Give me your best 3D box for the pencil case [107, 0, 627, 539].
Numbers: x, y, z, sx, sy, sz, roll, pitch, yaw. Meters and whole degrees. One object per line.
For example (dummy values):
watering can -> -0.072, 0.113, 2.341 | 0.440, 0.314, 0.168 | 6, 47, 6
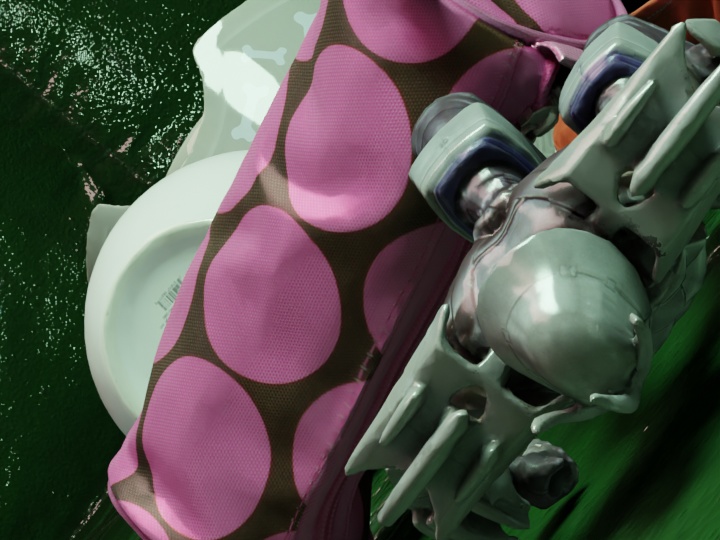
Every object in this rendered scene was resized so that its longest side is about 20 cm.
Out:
pencil case -> 0.000, 0.000, 0.758 | 0.090, 0.094, 0.201 | -1, -55, -42

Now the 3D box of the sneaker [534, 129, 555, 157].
sneaker -> 0.040, -0.024, 0.944 | 0.200, 0.074, 0.116 | -41, -4, -30

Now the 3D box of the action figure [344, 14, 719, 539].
action figure -> 0.052, -0.008, 0.592 | 0.130, 0.069, 0.200 | -42, 9, 15

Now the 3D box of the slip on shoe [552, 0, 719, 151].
slip on shoe -> 0.092, -0.071, 0.786 | 0.074, 0.061, 0.200 | -53, 2, -16

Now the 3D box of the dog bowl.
dog bowl -> -0.022, -0.030, 1.184 | 0.199, 0.059, 0.201 | -32, -36, -27

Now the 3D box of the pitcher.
pitcher -> -0.044, 0.035, 1.033 | 0.172, 0.121, 0.200 | -54, -7, 10
